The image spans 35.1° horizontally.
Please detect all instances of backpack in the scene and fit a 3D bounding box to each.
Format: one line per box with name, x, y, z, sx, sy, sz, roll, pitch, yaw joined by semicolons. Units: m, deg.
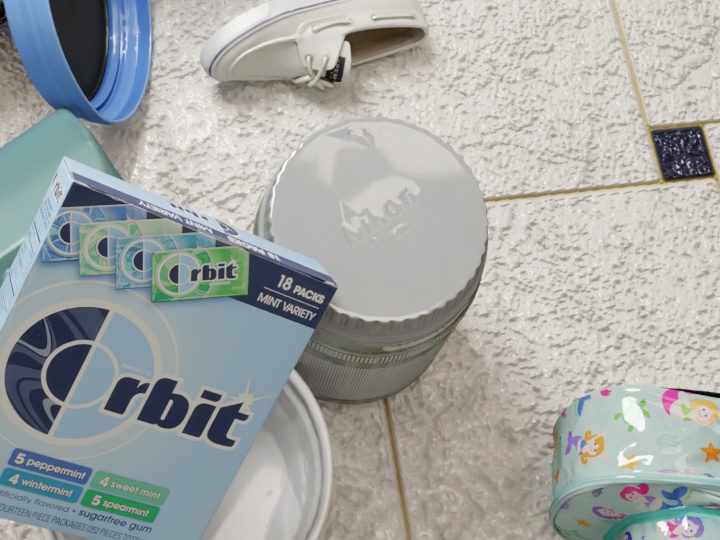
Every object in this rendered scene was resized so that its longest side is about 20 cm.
backpack;0.233;0.158;0.805;0.199;0.178;0.151;13;63;1

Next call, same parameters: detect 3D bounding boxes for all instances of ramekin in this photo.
ramekin;-0.121;0.147;0.795;0.199;0.105;0.201;3;70;-7

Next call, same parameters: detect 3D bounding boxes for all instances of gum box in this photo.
gum box;-0.133;0.059;0.656;0.169;0.045;0.201;22;104;-29

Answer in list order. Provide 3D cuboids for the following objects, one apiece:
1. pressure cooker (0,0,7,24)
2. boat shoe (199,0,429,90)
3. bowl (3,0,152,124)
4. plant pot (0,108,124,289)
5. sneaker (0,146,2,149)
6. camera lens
pressure cooker;-0.335;-0.278;0.852;0.178;0.200;0.177;-3;88;3
boat shoe;-0.033;-0.188;0.953;0.199;0.071;0.070;-20;71;-22
bowl;-0.214;-0.212;0.870;0.039;0.201;0.202;-3;69;11
plant pot;-0.199;-0.009;0.753;0.141;0.200;0.142;-37;111;-13
sneaker;-0.270;-0.060;0.872;0.199;0.080;0.072;25;83;-21
camera lens;0.000;0.000;0.815;0.159;0.200;0.161;3;70;-7
